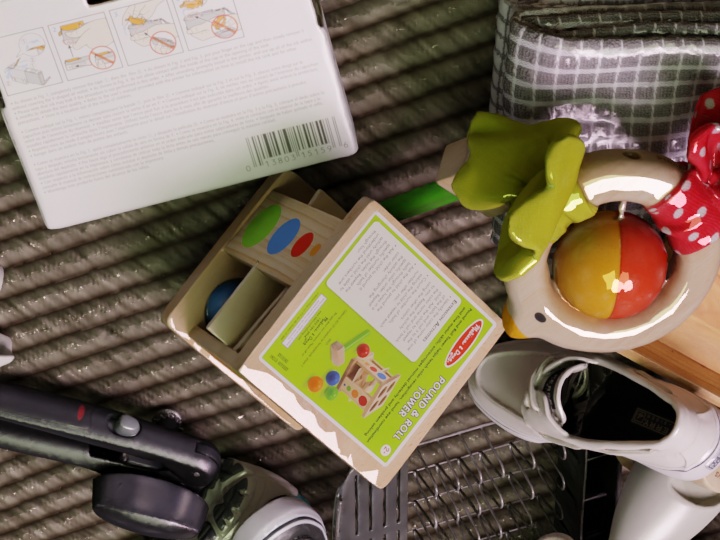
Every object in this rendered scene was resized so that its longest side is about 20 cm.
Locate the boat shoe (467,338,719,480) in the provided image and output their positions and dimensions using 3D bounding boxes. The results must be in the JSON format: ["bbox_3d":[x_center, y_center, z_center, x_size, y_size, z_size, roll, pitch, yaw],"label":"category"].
[{"bbox_3d":[0.138,0.082,1.274,0.066,0.200,0.072,30,84,-46],"label":"boat shoe"}]

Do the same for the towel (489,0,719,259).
[{"bbox_3d":[0.179,-0.091,1.217,0.199,0.086,0.166,-3,125,-5],"label":"towel"}]

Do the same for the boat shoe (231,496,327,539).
[{"bbox_3d":[-0.040,0.227,1.368,0.072,0.071,0.200,-29,146,-16],"label":"boat shoe"}]

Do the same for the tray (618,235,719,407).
[{"bbox_3d":[0.257,0.045,1.259,0.199,0.037,0.099,27,121,-22],"label":"tray"}]

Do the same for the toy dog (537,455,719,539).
[{"bbox_3d":[0.202,0.180,1.315,0.096,0.132,0.200,26,105,-30],"label":"toy dog"}]

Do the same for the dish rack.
[{"bbox_3d":[0.078,0.170,1.376,0.199,0.055,0.154,-13,126,-17],"label":"dish rack"}]

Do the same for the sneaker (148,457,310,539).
[{"bbox_3d":[-0.110,0.219,1.402,0.079,0.078,0.200,26,118,-32],"label":"sneaker"}]

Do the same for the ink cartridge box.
[{"bbox_3d":[-0.117,-0.125,1.187,0.199,0.044,0.174,-14,123,3],"label":"ink cartridge box"}]

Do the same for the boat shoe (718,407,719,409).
[{"bbox_3d":[0.318,0.057,1.338,0.060,0.072,0.201,38,108,-19],"label":"boat shoe"}]

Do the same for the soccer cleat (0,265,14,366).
[{"bbox_3d":[-0.267,-0.008,1.240,0.085,0.069,0.201,-13,128,-8],"label":"soccer cleat"}]

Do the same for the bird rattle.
[{"bbox_3d":[0.152,-0.028,1.154,0.199,0.113,0.164,-3,125,-16],"label":"bird rattle"}]

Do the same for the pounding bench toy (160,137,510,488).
[{"bbox_3d":[0.000,0.000,1.229,0.124,0.156,0.200,41,83,-27],"label":"pounding bench toy"}]

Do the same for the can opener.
[{"bbox_3d":[-0.188,0.110,1.328,0.199,0.079,0.064,23,127,-9],"label":"can opener"}]
